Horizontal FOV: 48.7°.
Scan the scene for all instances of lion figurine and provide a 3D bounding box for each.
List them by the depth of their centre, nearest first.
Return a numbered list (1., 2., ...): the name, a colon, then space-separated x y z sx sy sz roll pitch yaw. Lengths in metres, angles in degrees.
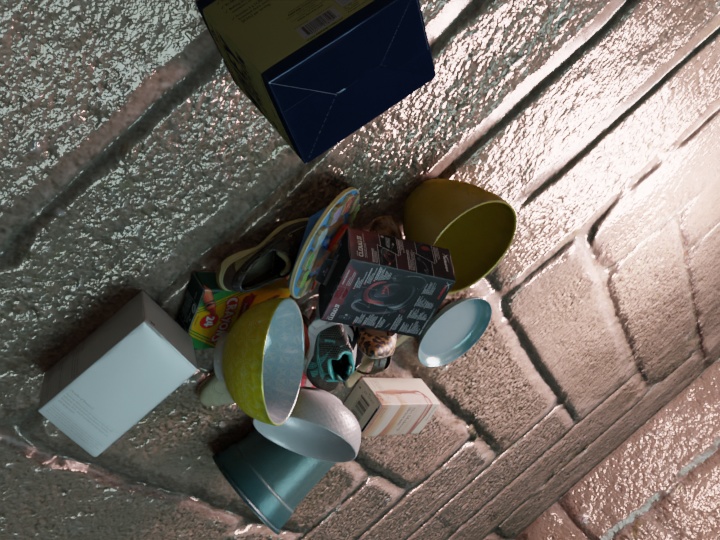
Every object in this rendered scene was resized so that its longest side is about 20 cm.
1. lion figurine: 0.000 0.000 1.369 0.199 0.072 0.123 -33 104 -16

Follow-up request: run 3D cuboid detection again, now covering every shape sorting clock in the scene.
1. shape sorting clock: -0.054 -0.042 1.271 0.201 0.039 0.200 -58 166 -23

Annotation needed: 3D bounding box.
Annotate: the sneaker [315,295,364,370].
1. sneaker: -0.027 0.095 1.483 0.112 0.073 0.202 -27 127 -55

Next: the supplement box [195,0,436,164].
1. supplement box: -0.053 -0.277 0.955 0.199 0.200 0.135 -34 144 -8

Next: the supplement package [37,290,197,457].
1. supplement package: -0.356 0.150 1.175 0.200 0.117 0.117 -40 116 1

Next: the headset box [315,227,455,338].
1. headset box: 0.029 0.021 1.271 0.198 0.075 0.149 11 134 -18

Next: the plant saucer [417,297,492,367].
1. plant saucer: 0.203 0.131 1.753 0.199 0.027 0.201 -24 142 -21

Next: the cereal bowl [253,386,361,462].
1. cereal bowl: -0.089 0.266 1.424 0.201 0.198 0.084 67 35 -52

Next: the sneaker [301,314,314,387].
1. sneaker: -0.122 0.170 1.439 0.086 0.074 0.201 -15 132 -27

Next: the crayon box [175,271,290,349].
1. crayon box: -0.197 0.063 1.310 0.199 0.051 0.128 -2 129 -41

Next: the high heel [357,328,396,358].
1. high heel: 0.042 0.072 1.439 0.200 0.071 0.144 -57 158 -73

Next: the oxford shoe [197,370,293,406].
1. oxford shoe: -0.201 0.196 1.387 0.199 0.074 0.071 -24 112 12

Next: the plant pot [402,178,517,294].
1. plant pot: 0.153 -0.080 1.391 0.199 0.142 0.201 -23 140 -21

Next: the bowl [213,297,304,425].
1. bowl: -0.169 0.141 1.262 0.107 0.201 0.201 3 143 14

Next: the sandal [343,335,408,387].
1. sandal: 0.044 0.169 1.621 0.200 0.057 0.080 -38 149 -9

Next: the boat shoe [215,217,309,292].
1. boat shoe: -0.130 -0.017 1.245 0.199 0.065 0.074 -35 133 -31

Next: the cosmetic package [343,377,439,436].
1. cosmetic package: 0.067 0.302 1.760 0.199 0.087 0.104 7 123 -45

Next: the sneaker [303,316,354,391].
1. sneaker: -0.050 0.161 1.350 0.077 0.091 0.201 -21 145 -18

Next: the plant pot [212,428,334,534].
1. plant pot: -0.155 0.375 1.571 0.196 0.200 0.201 -42 145 -12
